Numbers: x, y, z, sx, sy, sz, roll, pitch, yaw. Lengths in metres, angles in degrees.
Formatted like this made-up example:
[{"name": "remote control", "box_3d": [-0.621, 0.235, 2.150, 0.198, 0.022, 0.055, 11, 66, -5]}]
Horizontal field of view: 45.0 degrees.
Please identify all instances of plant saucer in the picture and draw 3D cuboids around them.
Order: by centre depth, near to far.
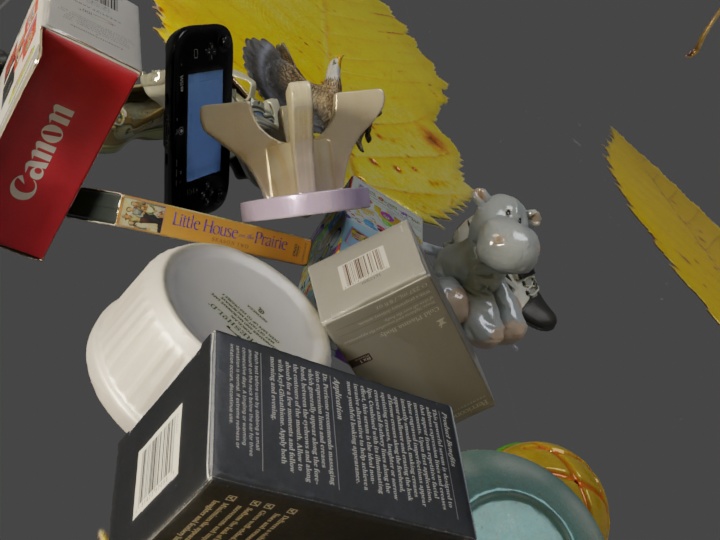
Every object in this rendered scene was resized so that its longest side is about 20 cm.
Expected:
[{"name": "plant saucer", "box_3d": [0.115, 0.232, 0.685, 0.199, 0.039, 0.203, 6, 58, -9]}]

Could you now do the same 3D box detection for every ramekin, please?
[{"name": "ramekin", "box_3d": [-0.114, 0.064, 0.722, 0.201, 0.094, 0.203, 29, 27, -16]}]

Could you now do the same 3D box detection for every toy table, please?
[{"name": "toy table", "box_3d": [-0.059, -0.112, 0.853, 0.182, 0.118, 0.200, -8, 4, -21]}]

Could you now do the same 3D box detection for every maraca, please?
[{"name": "maraca", "box_3d": [0.156, 0.228, 0.779, 0.137, 0.107, 0.200, 41, 35, 13]}]

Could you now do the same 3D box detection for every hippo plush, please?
[{"name": "hippo plush", "box_3d": [0.177, -0.011, 1.120, 0.158, 0.161, 0.201, 25, 29, -21]}]

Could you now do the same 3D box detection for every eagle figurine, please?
[{"name": "eagle figurine", "box_3d": [-0.069, -0.249, 1.245, 0.198, 0.152, 0.152, 18, 54, 5]}]

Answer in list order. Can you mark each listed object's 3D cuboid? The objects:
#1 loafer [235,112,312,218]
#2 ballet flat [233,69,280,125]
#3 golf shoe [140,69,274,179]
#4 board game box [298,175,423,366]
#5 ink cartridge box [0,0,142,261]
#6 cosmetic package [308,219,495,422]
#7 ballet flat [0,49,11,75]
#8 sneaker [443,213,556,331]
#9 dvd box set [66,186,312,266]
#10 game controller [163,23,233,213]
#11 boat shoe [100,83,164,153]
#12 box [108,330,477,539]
[{"name": "loafer", "box_3d": [-0.102, -0.127, 1.017, 0.070, 0.070, 0.200, 48, -2, 29]}, {"name": "ballet flat", "box_3d": [-0.147, -0.213, 1.153, 0.200, 0.067, 0.068, 42, 28, 9]}, {"name": "golf shoe", "box_3d": [-0.172, -0.164, 0.994, 0.078, 0.098, 0.199, 4, -9, 35]}, {"name": "board game box", "box_3d": [0.000, 0.000, 0.952, 0.104, 0.103, 0.201, 31, 27, -12]}, {"name": "ink cartridge box", "box_3d": [-0.260, -0.117, 0.714, 0.083, 0.201, 0.176, 21, 30, -29]}, {"name": "cosmetic package", "box_3d": [0.042, 0.063, 0.807, 0.201, 0.106, 0.091, 58, 9, -38]}, {"name": "ballet flat", "box_3d": [-0.361, -0.220, 0.900, 0.066, 0.057, 0.199, 4, 0, 44]}, {"name": "sneaker", "box_3d": [0.214, -0.001, 1.237, 0.200, 0.089, 0.074, 44, 26, 11]}, {"name": "dvd box set", "box_3d": [-0.165, -0.041, 0.815, 0.199, 0.030, 0.146, 13, -1, -41]}, {"name": "game controller", "box_3d": [-0.169, -0.154, 0.909, 0.042, 0.202, 0.104, 10, 21, 14]}, {"name": "boat shoe", "box_3d": [-0.262, -0.178, 0.962, 0.073, 0.063, 0.200, 43, 27, 13]}, {"name": "box", "box_3d": [-0.047, 0.148, 0.591, 0.199, 0.148, 0.108, 22, 41, -29]}]
